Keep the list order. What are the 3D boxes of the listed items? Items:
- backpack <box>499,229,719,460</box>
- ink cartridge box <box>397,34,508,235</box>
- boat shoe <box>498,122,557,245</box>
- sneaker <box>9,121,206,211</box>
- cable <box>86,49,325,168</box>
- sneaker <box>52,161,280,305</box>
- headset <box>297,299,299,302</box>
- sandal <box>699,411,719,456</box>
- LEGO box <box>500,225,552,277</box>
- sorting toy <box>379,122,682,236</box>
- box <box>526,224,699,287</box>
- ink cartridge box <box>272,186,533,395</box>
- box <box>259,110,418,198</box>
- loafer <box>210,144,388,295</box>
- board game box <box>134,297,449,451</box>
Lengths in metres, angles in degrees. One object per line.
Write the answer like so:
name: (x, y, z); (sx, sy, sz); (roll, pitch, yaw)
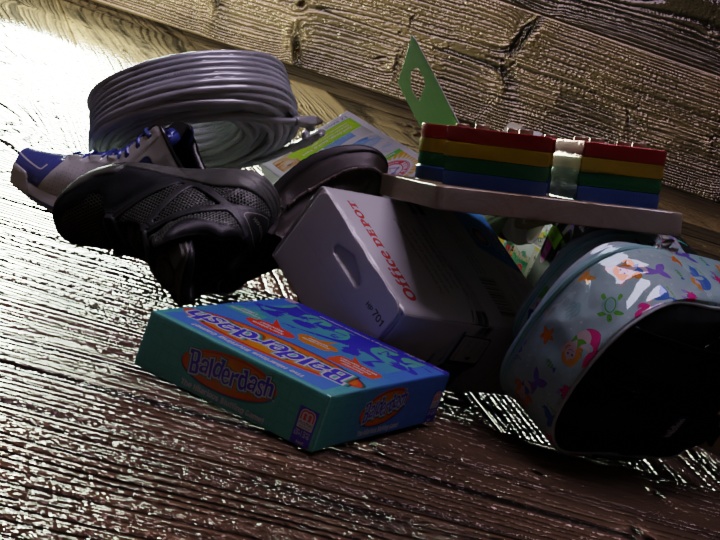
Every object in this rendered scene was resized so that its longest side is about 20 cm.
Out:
backpack: (0.206, 0.058, 1.480); (0.200, 0.178, 0.151); (2, 39, -48)
ink cartridge box: (0.073, -0.113, 1.844); (0.200, 0.048, 0.146); (60, -11, 10)
boat shoe: (0.170, -0.072, 1.843); (0.068, 0.075, 0.200); (22, -16, 16)
sneaker: (-0.203, -0.089, 1.689); (0.199, 0.115, 0.081); (22, 10, 15)
cable: (-0.158, -0.145, 1.768); (0.200, 0.069, 0.200); (-20, -21, 31)
sneaker: (-0.174, -0.030, 1.539); (0.199, 0.076, 0.114); (3, 38, 19)
headset: (0.000, 0.000, 1.660); (0.123, 0.094, 0.200); (10, 25, -42)
sandal: (0.259, 0.125, 1.634); (0.070, 0.078, 0.212); (-19, 18, -19)
LEGO box: (0.212, -0.029, 2.027); (0.077, 0.149, 0.200); (16, 11, -20)
sorting toy: (0.135, -0.079, 1.528); (0.199, 0.070, 0.200); (6, 5, -13)
box: (0.237, 0.018, 1.827); (0.124, 0.149, 0.200); (24, 10, -4)
ink cartridge box: (0.048, 0.019, 1.552); (0.200, 0.086, 0.147); (7, 41, -44)
box: (0.002, -0.064, 1.843); (0.200, 0.112, 0.101); (38, -23, 58)
loafer: (-0.056, -0.034, 1.606); (0.071, 0.200, 0.073); (54, -7, 40)
board game box: (-0.045, 0.071, 1.360); (0.152, 0.045, 0.200); (24, 12, 23)
